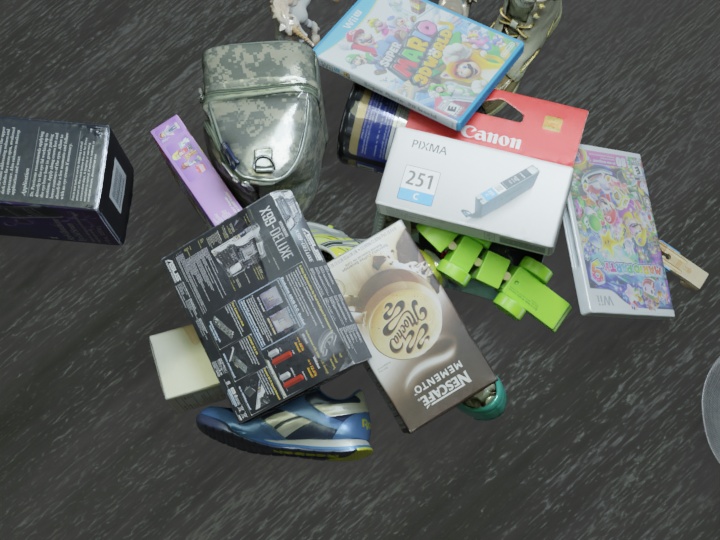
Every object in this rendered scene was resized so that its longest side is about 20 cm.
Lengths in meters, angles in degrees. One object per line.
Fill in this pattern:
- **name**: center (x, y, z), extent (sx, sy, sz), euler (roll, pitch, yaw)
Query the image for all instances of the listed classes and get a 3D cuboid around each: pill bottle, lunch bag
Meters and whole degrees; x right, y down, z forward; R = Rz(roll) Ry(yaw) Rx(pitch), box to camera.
- **pill bottle**: center (0.080, -0.155, 1.518), extent (0.200, 0.112, 0.112), euler (16, 76, 4)
- **lunch bag**: center (-0.106, -0.148, 1.474), extent (0.139, 0.200, 0.168), euler (-6, 74, 0)

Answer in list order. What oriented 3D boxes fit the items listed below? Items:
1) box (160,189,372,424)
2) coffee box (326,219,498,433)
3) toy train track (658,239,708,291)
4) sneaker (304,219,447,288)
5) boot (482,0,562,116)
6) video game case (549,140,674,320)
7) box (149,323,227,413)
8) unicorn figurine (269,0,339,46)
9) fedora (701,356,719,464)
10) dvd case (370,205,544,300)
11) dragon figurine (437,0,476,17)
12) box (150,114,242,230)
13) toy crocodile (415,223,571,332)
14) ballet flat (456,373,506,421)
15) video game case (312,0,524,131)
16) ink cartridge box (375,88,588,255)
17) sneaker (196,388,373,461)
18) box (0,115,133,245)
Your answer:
- **box**: center (-0.101, 0.039, 1.363), extent (0.158, 0.050, 0.200), euler (-30, 83, 25)
- **coffee box**: center (0.046, 0.063, 1.396), extent (0.113, 0.080, 0.200), euler (-31, 85, -6)
- **toy train track**: center (0.316, -0.039, 1.527), extent (0.200, 0.033, 0.115), euler (34, 71, 4)
- **sneaker**: center (0.000, 0.000, 1.484), extent (0.200, 0.076, 0.076), euler (9, 115, 8)
- **boot**: center (0.178, -0.282, 1.527), extent (0.072, 0.155, 0.200), euler (34, 77, 10)
- **video game case**: center (0.284, -0.044, 1.464), extent (0.143, 0.018, 0.200), euler (4, 70, -38)
- **box**: center (-0.128, 0.092, 1.465), extent (0.200, 0.095, 0.078), euler (-16, 75, -5)
- **unicorn figurine**: center (-0.071, -0.324, 1.549), extent (0.074, 0.137, 0.200), euler (-1, 72, 11)
- **fedora**: center (0.459, 0.164, 1.437), extent (0.200, 0.090, 0.177), euler (-9, 76, -8)
- **dvd case**: center (0.115, -0.045, 1.489), extent (0.200, 0.022, 0.146), euler (17, 118, 6)
- **dragon figurine**: center (0.105, -0.298, 1.580), extent (0.059, 0.099, 0.200), euler (18, 62, -2)
- **box**: center (-0.162, -0.069, 1.486), extent (0.039, 0.137, 0.200), euler (-34, 77, -7)
- **toy crocodile**: center (0.149, 0.001, 1.460), extent (0.200, 0.062, 0.068), euler (31, 87, -9)
- **ballet flat**: center (0.086, 0.094, 1.472), extent (0.200, 0.070, 0.067), euler (38, 79, 10)
- **video game case**: center (0.064, -0.248, 1.473), extent (0.200, 0.018, 0.143), euler (28, 62, 20)
- **ink cartridge box**: center (0.135, -0.125, 1.423), extent (0.200, 0.045, 0.176), euler (14, 78, 9)
- **sneaker**: center (-0.083, 0.165, 1.458), extent (0.200, 0.074, 0.082), euler (6, 73, -5)
- **box**: center (-0.377, -0.104, 1.494), extent (0.200, 0.148, 0.104), euler (4, 76, 3)
